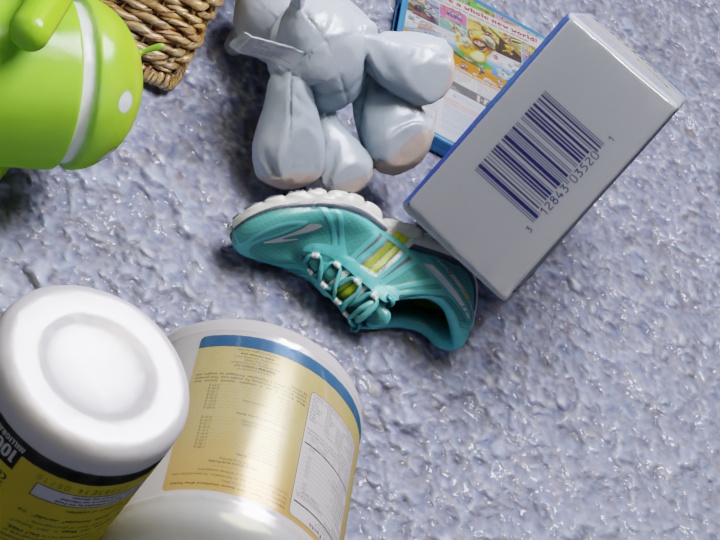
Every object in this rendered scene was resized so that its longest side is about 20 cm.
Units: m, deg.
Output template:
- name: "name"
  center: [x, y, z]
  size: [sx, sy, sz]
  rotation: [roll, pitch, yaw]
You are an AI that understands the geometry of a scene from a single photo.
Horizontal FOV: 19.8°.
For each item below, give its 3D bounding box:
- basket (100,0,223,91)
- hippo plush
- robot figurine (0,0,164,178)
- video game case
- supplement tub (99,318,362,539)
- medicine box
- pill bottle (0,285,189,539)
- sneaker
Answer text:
- name: "basket"
  center: [-0.193, -0.250, 1.549]
  size: [0.199, 0.149, 0.143]
  rotation: [28, 8, -14]
- name: "hippo plush"
  center: [-0.048, -0.151, 1.541]
  size: [0.200, 0.160, 0.161]
  rotation: [28, 8, -36]
- name: "robot figurine"
  center: [-0.229, -0.124, 1.320]
  size: [0.199, 0.176, 0.116]
  rotation: [2, 48, -27]
- name: "video game case"
  center: [0.088, -0.160, 1.717]
  size: [0.143, 0.018, 0.201]
  rotation: [26, 42, -15]
- name: "supplement tub"
  center: [-0.079, 0.143, 1.210]
  size: [0.144, 0.145, 0.201]
  rotation: [27, 42, -15]
- name: "medicine box"
  center: [0.139, -0.088, 1.511]
  size: [0.103, 0.182, 0.200]
  rotation: [42, 12, 3]
- name: "pill bottle"
  center: [-0.182, 0.108, 1.120]
  size: [0.112, 0.200, 0.113]
  rotation: [21, 43, -21]
- name: "sneaker"
  center: [0.000, 0.000, 1.463]
  size: [0.199, 0.077, 0.080]
  rotation: [19, 53, -24]
